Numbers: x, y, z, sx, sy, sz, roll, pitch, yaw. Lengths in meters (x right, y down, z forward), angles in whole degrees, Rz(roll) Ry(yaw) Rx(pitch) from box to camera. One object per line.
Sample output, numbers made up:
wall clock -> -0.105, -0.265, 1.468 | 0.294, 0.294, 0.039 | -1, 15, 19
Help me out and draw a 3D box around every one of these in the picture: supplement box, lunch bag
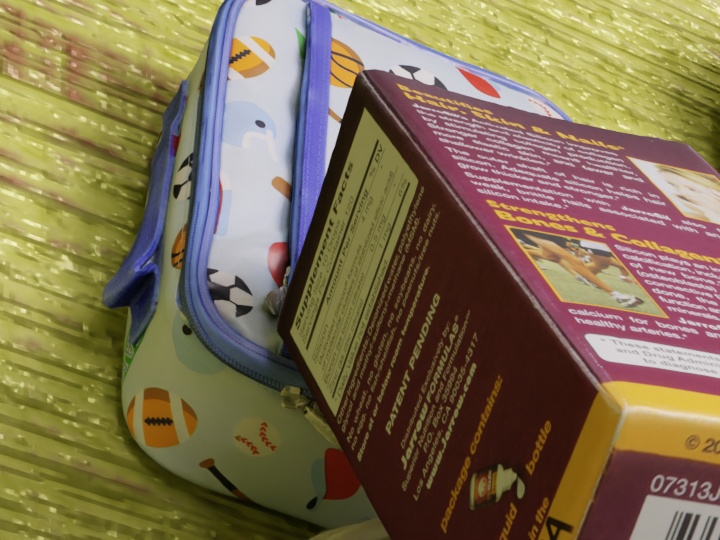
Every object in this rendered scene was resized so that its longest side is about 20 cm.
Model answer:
supplement box -> 0.062, 0.032, 0.641 | 0.110, 0.086, 0.200 | 11, 21, -22
lunch bag -> 0.000, 0.000, 0.812 | 0.160, 0.076, 0.200 | 23, 38, -17

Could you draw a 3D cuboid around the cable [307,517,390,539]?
cable -> 0.032, 0.161, 0.671 | 0.200, 0.069, 0.200 | 44, 36, 6
